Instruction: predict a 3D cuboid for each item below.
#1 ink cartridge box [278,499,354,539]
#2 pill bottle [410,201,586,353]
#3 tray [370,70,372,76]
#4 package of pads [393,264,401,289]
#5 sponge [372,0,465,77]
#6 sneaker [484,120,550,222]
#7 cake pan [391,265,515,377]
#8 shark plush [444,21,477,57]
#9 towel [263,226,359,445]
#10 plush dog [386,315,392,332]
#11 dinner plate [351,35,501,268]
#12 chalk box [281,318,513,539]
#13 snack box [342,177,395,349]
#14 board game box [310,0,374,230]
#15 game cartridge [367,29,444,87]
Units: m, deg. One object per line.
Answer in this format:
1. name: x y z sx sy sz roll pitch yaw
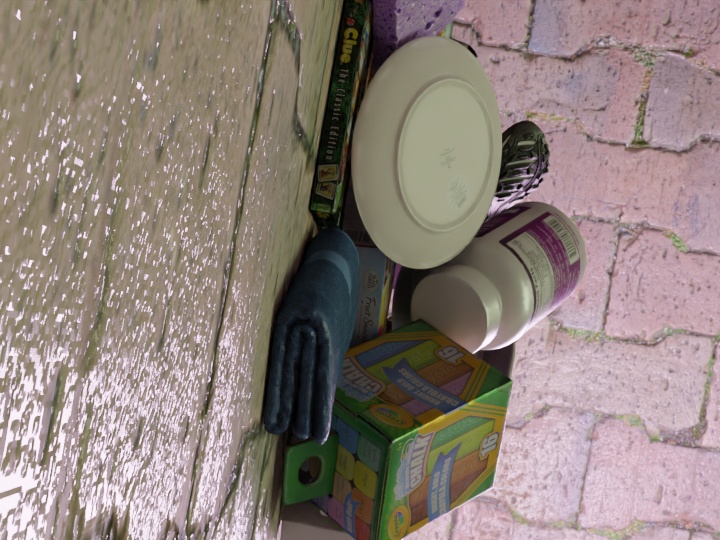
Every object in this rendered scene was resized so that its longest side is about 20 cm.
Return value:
1. ink cartridge box: -0.010 0.202 1.155 0.201 0.115 0.067 -74 174 -59
2. pill bottle: 0.134 0.011 1.194 0.200 0.112 0.113 -29 134 -51
3. tray: 0.018 -0.136 1.386 0.099 0.037 0.202 89 9 -71
4. package of pads: 0.069 -0.076 1.344 0.201 0.075 0.122 99 -9 -60
5. sponge: 0.053 -0.246 1.019 0.112 0.030 0.200 -51 167 -17
6. sneaker: 0.140 -0.100 1.292 0.201 0.073 0.080 112 -32 -60
7. cake pan: 0.095 0.056 1.258 0.199 0.036 0.203 13 73 -52
8. shark plush: 0.087 -0.233 1.334 0.091 0.083 0.202 22 50 -69
9. towel: -0.031 0.043 0.946 0.200 0.048 0.113 -71 168 -70
10. plush dog: 0.041 0.101 1.411 0.161 0.170 0.201 53 -40 37
11. dinner plate: 0.068 -0.100 1.061 0.199 0.024 0.202 -13 109 -44
12. chalk box: 0.018 0.148 1.065 0.199 0.123 0.125 -22 131 -38
13. snack box: 0.000 0.000 1.188 0.201 0.067 0.170 -79 176 -59
14. board game box: -0.012 -0.139 1.021 0.105 0.023 0.202 84 16 -84
15. game cartridge: 0.055 -0.249 1.227 0.176 0.032 0.202 -167 -89 -77
